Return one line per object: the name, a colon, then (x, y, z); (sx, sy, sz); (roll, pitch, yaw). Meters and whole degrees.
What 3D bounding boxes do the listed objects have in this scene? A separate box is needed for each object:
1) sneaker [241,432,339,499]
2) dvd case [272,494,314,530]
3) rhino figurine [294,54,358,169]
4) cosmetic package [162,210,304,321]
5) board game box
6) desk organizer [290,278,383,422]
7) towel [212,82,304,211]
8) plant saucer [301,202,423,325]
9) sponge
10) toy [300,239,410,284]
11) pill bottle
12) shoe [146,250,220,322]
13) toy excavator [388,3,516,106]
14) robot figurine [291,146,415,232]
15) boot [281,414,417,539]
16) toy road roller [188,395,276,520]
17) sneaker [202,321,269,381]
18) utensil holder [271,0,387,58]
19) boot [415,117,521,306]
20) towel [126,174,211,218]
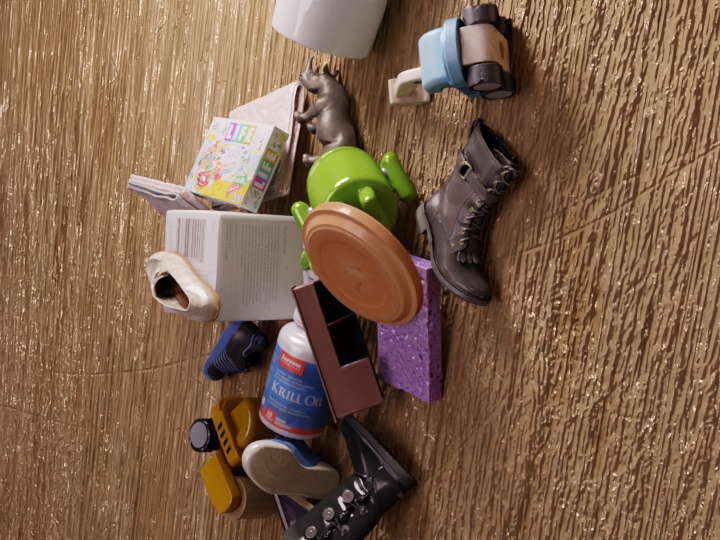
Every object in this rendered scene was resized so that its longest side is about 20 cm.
sneaker: (-0.129, 0.291, 1.600); (0.111, 0.199, 0.078); (30, 93, 45)
dvd case: (-0.066, 0.421, 1.611); (0.199, 0.016, 0.151); (21, 134, 47)
rhino figurine: (-0.053, -0.242, 1.602); (0.086, 0.060, 0.203); (-20, 74, 28)
cosmetic package: (-0.193, -0.009, 1.665); (0.164, 0.198, 0.168); (6, 94, 49)
board game box: (-0.204, -0.174, 1.673); (0.199, 0.034, 0.136); (16, 82, 52)
desk organizer: (-0.033, 0.107, 1.502); (0.072, 0.076, 0.203); (-62, -47, -89)
towel: (-0.173, -0.203, 1.721); (0.198, 0.032, 0.194); (-11, 65, 48)
plant saucer: (-0.003, -0.002, 1.396); (0.199, 0.032, 0.202); (32, 149, 22)
sponge: (0.068, 0.077, 1.453); (0.111, 0.030, 0.203); (21, 119, 48)
toy: (0.000, 0.000, 1.542); (0.197, 0.047, 0.117); (14, 115, 31)
pill bottle: (-0.084, 0.148, 1.604); (0.112, 0.111, 0.203); (32, 113, 45)
shoe: (-0.284, 0.020, 1.578); (0.199, 0.053, 0.071); (31, 112, 46)
toy excavator: (0.108, -0.269, 1.368); (0.197, 0.194, 0.102); (-5, 86, 21)
robot figurine: (-0.014, -0.105, 1.478); (0.174, 0.117, 0.201); (-30, 30, 2)
boot: (-0.036, 0.327, 1.509); (0.200, 0.066, 0.165); (-46, 49, -2)
toy road roller: (-0.187, 0.301, 1.729); (0.146, 0.122, 0.202); (-43, 58, 28)
sneaker: (-0.217, 0.153, 1.800); (0.078, 0.070, 0.200); (40, 144, 4)
utensil holder: (-0.029, -0.432, 1.496); (0.170, 0.168, 0.203); (41, 124, 41)
boot: (0.154, -0.077, 1.352); (0.175, 0.068, 0.202); (-52, 51, 37)
towel: (-0.303, -0.093, 1.823); (0.199, 0.191, 0.032); (17, 69, 49)
